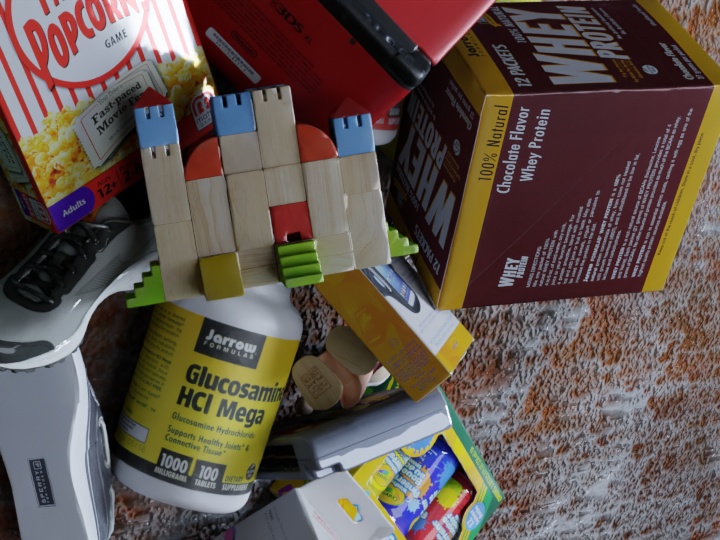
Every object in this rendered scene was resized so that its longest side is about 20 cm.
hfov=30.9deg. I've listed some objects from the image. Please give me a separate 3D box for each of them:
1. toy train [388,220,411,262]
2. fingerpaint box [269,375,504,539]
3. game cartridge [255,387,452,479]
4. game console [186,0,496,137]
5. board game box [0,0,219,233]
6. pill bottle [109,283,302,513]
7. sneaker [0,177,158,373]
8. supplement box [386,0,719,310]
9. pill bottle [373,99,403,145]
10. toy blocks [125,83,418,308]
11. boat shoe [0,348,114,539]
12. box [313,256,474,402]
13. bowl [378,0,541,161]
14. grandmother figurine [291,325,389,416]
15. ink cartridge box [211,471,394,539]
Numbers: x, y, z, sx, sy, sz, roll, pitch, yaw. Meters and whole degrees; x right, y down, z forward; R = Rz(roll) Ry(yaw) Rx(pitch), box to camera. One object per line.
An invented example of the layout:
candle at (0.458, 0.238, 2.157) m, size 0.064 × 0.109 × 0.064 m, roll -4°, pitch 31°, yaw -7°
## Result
toy train at (0.069, -0.050, 1.169) m, size 0.200 × 0.034 × 0.046 m, roll -38°, pitch 159°, yaw -30°
fingerpaint box at (0.032, 0.207, 1.205) m, size 0.167 × 0.073 × 0.200 m, roll -48°, pitch 133°, yaw -20°
game cartridge at (-0.015, 0.128, 1.033) m, size 0.133 × 0.200 × 0.041 m, roll -14°, pitch 88°, yaw -25°
game console at (-0.028, -0.207, 0.898) m, size 0.200 × 0.172 × 0.119 m, roll 45°, pitch 39°, yaw -8°
board game box at (-0.181, -0.148, 0.831) m, size 0.151 × 0.046 × 0.200 m, roll -40°, pitch 131°, yaw -28°
pill bottle at (-0.110, 0.070, 0.980) m, size 0.112 × 0.112 × 0.200 m, roll 14°, pitch 96°, yaw -47°
sneaker at (-0.194, -0.005, 0.873) m, size 0.200 × 0.074 × 0.079 m, roll -45°, pitch 152°, yaw -43°
supplement box at (0.145, -0.092, 1.007) m, size 0.200 × 0.133 × 0.198 m, roll -5°, pitch 131°, yaw -18°
pill bottle at (-0.013, -0.201, 0.967) m, size 0.116 × 0.116 × 0.200 m, roll -3°, pitch 108°, yaw -45°
toy blocks at (-0.066, -0.062, 0.862) m, size 0.200 × 0.100 × 0.137 m, roll -9°, pitch 100°, yaw -9°
boat shoe at (-0.212, 0.120, 0.935) m, size 0.068 × 0.072 × 0.200 m, roll -44°, pitch 127°, yaw -72°
box at (0.000, 0.000, 0.979) m, size 0.041 × 0.200 × 0.119 m, roll -43°, pitch 178°, yaw 16°
bowl at (0.105, -0.172, 1.106) m, size 0.200 × 0.108 × 0.201 m, roll -18°, pitch 118°, yaw -40°
grandmother figurine at (-0.005, 0.078, 1.077) m, size 0.121 × 0.061 × 0.200 m, roll -34°, pitch 173°, yaw 9°
ink cartridge box at (-0.067, 0.259, 1.071) m, size 0.200 × 0.068 × 0.117 m, roll -33°, pitch 132°, yaw 3°
